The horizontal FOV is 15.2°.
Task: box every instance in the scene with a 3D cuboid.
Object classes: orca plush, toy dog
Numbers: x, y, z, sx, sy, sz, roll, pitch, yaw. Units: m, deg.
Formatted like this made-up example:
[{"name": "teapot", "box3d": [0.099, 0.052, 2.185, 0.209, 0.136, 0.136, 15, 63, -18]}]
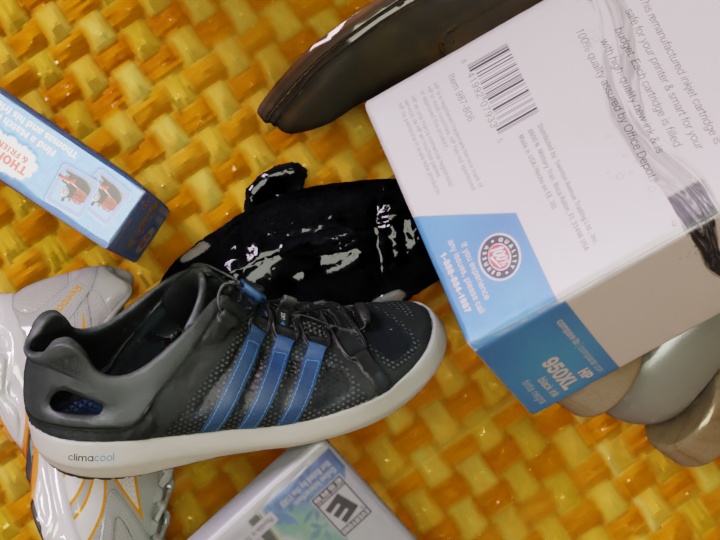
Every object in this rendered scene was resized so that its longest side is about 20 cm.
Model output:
[{"name": "orca plush", "box3d": [0.000, 0.000, 1.272, 0.199, 0.071, 0.106, 2, 87, 0]}, {"name": "toy dog", "box3d": [0.156, -0.004, 1.266, 0.200, 0.096, 0.132, -41, 121, -11]}]

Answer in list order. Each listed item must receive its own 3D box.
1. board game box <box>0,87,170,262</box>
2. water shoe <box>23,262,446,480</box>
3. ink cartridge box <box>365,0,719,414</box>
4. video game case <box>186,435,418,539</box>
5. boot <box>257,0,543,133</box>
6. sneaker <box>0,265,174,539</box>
[{"name": "board game box", "box3d": [-0.182, -0.075, 1.234, 0.200, 0.151, 0.037, 33, 88, 1]}, {"name": "water shoe", "box3d": [-0.053, 0.036, 1.211, 0.199, 0.072, 0.079, -16, 121, -18]}, {"name": "ink cartridge box", "box3d": [0.124, -0.052, 1.190, 0.199, 0.084, 0.145, -29, 56, 10]}, {"name": "video game case", "box3d": [-0.038, 0.203, 1.253, 0.200, 0.022, 0.182, -42, 112, -2]}, {"name": "boot", "box3d": [0.055, -0.097, 1.276, 0.200, 0.075, 0.097, -32, 85, -4]}, {"name": "sneaker", "box3d": [-0.111, 0.091, 1.264, 0.092, 0.076, 0.201, -22, 89, 1]}]
